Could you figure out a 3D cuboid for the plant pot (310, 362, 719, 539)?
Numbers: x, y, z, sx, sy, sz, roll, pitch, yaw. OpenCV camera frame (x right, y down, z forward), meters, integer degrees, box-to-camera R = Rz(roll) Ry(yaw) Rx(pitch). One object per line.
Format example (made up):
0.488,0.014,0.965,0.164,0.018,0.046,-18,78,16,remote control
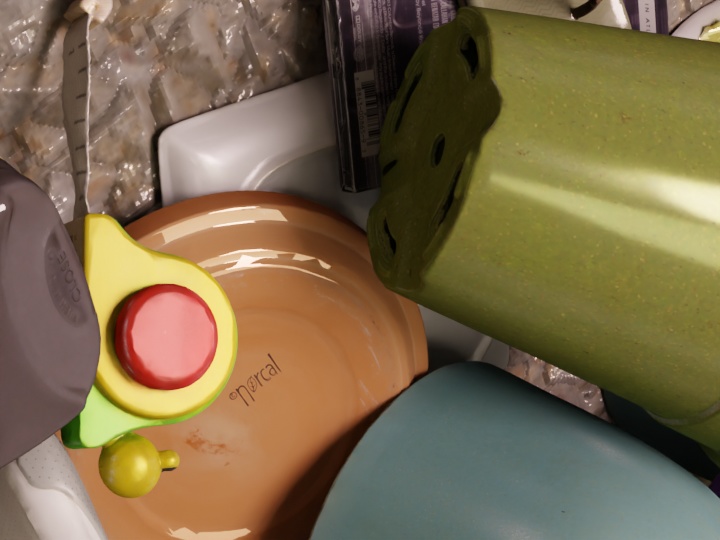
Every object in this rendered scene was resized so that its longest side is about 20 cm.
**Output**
0.091,0.161,0.966,0.200,0.160,0.202,-29,128,-46,plant pot

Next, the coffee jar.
-0.170,-0.012,0.719,0.085,0.200,0.105,-34,130,-23,coffee jar

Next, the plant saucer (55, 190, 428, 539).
-0.059,0.063,0.942,0.199,0.032,0.202,-12,119,-22,plant saucer

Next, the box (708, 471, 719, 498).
0.253,0.145,1.076,0.199,0.039,0.137,11,128,-26,box

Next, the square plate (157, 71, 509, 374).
0.000,0.000,0.996,0.197,0.028,0.201,-23,124,-32,square plate

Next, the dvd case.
0.065,-0.128,0.975,0.199,0.016,0.150,-15,106,-34,dvd case

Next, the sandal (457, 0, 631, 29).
0.077,-0.158,0.928,0.080,0.057,0.202,-40,125,-25,sandal

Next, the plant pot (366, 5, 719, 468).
0.109,-0.028,0.907,0.189,0.200,0.202,15,102,-18,plant pot

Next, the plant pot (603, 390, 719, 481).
0.255,0.043,1.148,0.200,0.161,0.202,-19,122,-33,plant pot

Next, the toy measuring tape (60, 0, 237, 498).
-0.085,-0.010,0.854,0.073,0.073,0.202,4,82,-42,toy measuring tape

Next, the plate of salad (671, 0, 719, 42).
0.240,-0.066,1.067,0.199,0.200,0.048,-33,163,-24,plate of salad

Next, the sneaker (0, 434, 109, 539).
-0.146,0.138,0.872,0.080,0.071,0.201,-18,149,-24,sneaker
